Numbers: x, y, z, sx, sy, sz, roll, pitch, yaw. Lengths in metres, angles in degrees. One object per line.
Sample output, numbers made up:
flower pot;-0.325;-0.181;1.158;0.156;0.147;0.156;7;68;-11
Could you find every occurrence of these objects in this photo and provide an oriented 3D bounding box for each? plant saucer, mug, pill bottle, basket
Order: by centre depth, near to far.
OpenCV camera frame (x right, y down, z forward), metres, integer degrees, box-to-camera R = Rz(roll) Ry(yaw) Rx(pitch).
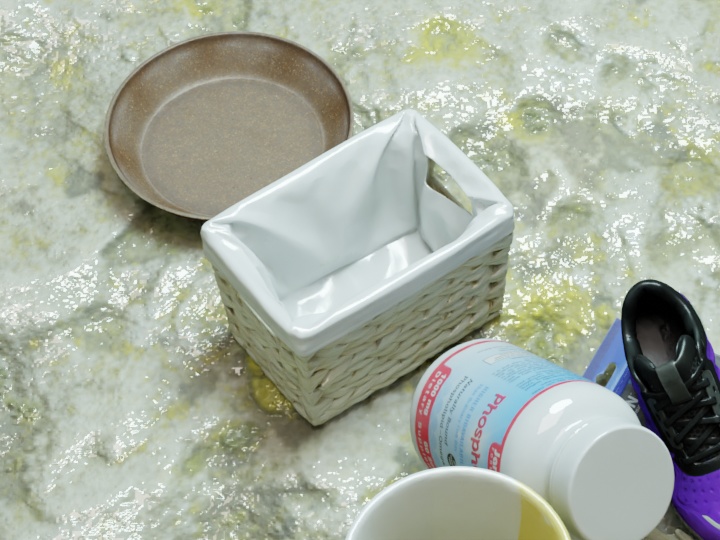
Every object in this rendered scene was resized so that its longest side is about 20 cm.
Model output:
mug;0.077;0.241;1.544;0.186;0.154;0.149;35;60;26
pill bottle;0.123;0.119;1.617;0.108;0.109;0.200;-29;23;-19
basket;0.000;0.000;1.761;0.199;0.124;0.136;-30;55;-20
plant saucer;-0.103;-0.107;1.908;0.199;0.037;0.202;-1;52;1

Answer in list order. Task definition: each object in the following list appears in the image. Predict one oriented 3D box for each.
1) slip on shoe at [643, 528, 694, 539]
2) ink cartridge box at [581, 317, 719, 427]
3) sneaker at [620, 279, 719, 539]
slip on shoe;0.216;0.204;1.622;0.198;0.076;0.061;10;51;21
ink cartridge box;0.240;0.110;1.697;0.199;0.039;0.100;26;78;23
sneaker;0.220;0.094;1.632;0.069;0.100;0.201;-23;66;7
